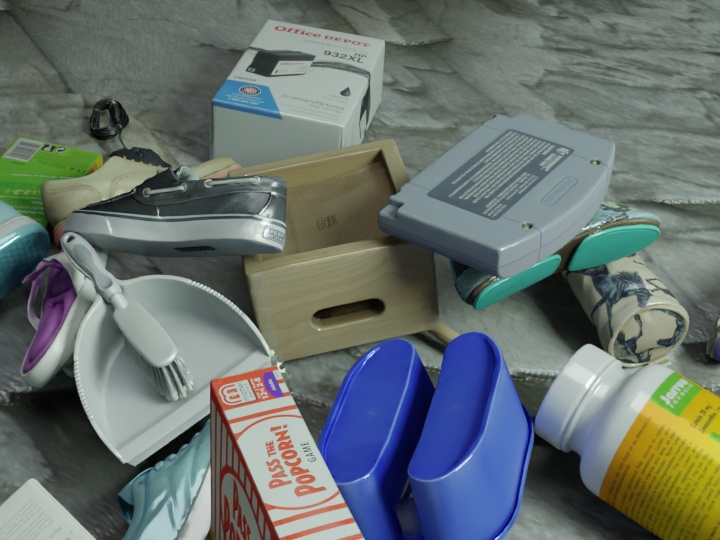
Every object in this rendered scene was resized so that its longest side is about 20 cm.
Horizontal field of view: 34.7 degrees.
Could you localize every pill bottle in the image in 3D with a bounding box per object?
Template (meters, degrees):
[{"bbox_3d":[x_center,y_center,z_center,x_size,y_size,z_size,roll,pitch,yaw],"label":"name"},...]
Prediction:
[{"bbox_3d":[0.234,0.140,0.856,0.199,0.112,0.111,32,45,24],"label":"pill bottle"}]

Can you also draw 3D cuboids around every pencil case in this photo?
[{"bbox_3d":[0.221,0.001,1.061,0.078,0.089,0.201,-34,47,8],"label":"pencil case"}]

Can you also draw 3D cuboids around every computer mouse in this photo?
[{"bbox_3d":[-0.243,-0.135,1.212,0.058,0.034,0.200,-14,42,-23],"label":"computer mouse"}]

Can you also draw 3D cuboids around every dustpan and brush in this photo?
[{"bbox_3d":[-0.177,0.037,0.888,0.139,0.057,0.200,-35,48,-16],"label":"dustpan and brush"}]

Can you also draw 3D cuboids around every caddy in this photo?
[{"bbox_3d":[0.051,0.137,0.855,0.140,0.105,0.200,-7,33,24],"label":"caddy"}]

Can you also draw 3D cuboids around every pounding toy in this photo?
[{"bbox_3d":[0.000,0.000,1.016,0.198,0.143,0.185,-11,40,-4],"label":"pounding toy"}]

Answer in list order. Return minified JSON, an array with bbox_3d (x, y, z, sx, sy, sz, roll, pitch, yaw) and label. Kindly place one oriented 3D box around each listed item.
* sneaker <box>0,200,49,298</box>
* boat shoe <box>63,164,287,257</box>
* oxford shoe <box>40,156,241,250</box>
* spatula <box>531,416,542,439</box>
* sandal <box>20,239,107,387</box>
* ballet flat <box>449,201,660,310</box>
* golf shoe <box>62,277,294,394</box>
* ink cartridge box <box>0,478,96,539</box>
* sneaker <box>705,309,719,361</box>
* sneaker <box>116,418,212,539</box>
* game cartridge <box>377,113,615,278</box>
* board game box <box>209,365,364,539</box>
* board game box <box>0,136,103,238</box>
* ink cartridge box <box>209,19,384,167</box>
[{"bbox_3d":[-0.381,-0.009,0.982,0.130,0.080,0.200,39,51,23],"label":"sneaker"},{"bbox_3d":[-0.150,-0.051,0.936,0.199,0.072,0.068,0,77,26],"label":"boat shoe"},{"bbox_3d":[-0.207,-0.084,1.104,0.199,0.071,0.074,-20,76,-30],"label":"oxford shoe"},{"bbox_3d":[0.217,0.138,0.938,0.198,0.021,0.057,9,42,5],"label":"spatula"},{"bbox_3d":[-0.254,0.016,0.961,0.050,0.082,0.203,39,16,-25],"label":"sandal"},{"bbox_3d":[0.161,-0.030,0.970,0.199,0.075,0.074,-17,43,-24],"label":"ballet flat"},{"bbox_3d":[-0.148,0.080,0.935,0.199,0.078,0.088,17,52,24],"label":"golf shoe"},{"bbox_3d":[-0.152,0.244,0.648,0.200,0.126,0.129,34,67,30],"label":"ink cartridge box"},{"bbox_3d":[0.398,0.035,1.054,0.099,0.070,0.200,34,47,28],"label":"sneaker"},{"bbox_3d":[-0.129,0.153,0.824,0.081,0.074,0.201,15,43,8],"label":"sneaker"},{"bbox_3d":[0.123,-0.065,0.947,0.133,0.042,0.200,26,43,26],"label":"game cartridge"},{"bbox_3d":[-0.049,0.183,0.702,0.046,0.201,0.152,-11,40,-20],"label":"board game box"},{"bbox_3d":[-0.333,-0.062,1.114,0.095,0.030,0.200,12,36,8],"label":"board game box"},{"bbox_3d":[-0.064,-0.186,1.259,0.144,0.084,0.200,12,38,8],"label":"ink cartridge box"}]
